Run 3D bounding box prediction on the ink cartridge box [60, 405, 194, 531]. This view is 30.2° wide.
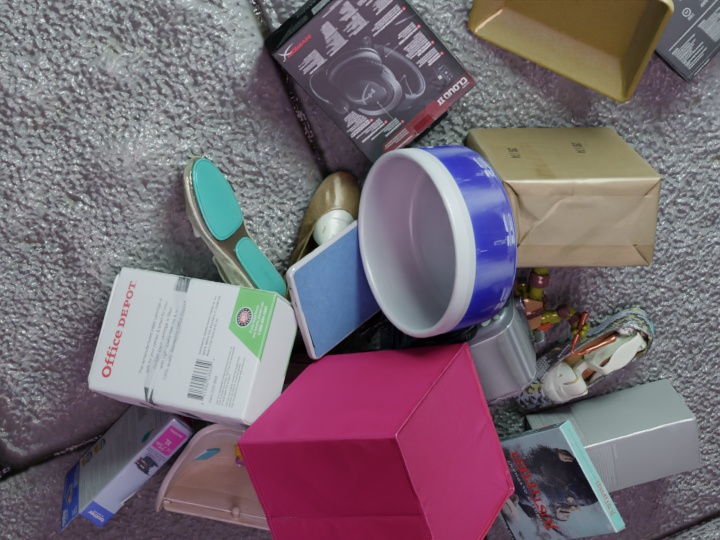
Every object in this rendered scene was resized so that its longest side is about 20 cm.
[{"bbox_3d":[-0.279,0.221,1.588,0.200,0.119,0.042,-44,115,10],"label":"ink cartridge box"}]

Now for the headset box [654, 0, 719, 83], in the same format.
[{"bbox_3d":[0.340,-0.340,1.453,0.200,0.093,0.174,36,104,-22],"label":"headset box"}]

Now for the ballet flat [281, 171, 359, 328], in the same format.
[{"bbox_3d":[-0.047,-0.015,1.546,0.068,0.072,0.201,20,109,-25],"label":"ballet flat"}]

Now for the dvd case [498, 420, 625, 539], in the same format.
[{"bbox_3d":[0.222,0.267,1.644,0.022,0.200,0.146,-29,92,-34],"label":"dvd case"}]

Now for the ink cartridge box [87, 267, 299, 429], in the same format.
[{"bbox_3d":[-0.185,0.087,1.487,0.199,0.084,0.147,10,77,21],"label":"ink cartridge box"}]

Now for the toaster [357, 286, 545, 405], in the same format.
[{"bbox_3d":[0.111,0.090,1.551,0.199,0.114,0.129,-20,129,18],"label":"toaster"}]

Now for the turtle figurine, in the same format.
[{"bbox_3d":[0.209,0.039,1.613,0.199,0.065,0.162,-1,132,9],"label":"turtle figurine"}]

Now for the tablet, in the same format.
[{"bbox_3d":[0.000,0.000,1.529,0.200,0.014,0.131,-38,131,-30],"label":"tablet"}]

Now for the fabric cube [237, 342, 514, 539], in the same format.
[{"bbox_3d":[0.023,0.214,1.446,0.199,0.196,0.201,-7,111,31],"label":"fabric cube"}]

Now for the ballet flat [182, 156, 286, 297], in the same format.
[{"bbox_3d":[-0.158,-0.034,1.523,0.062,0.067,0.201,-16,109,42],"label":"ballet flat"}]

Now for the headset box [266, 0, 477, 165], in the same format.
[{"bbox_3d":[0.018,-0.223,1.462,0.149,0.077,0.200,-41,115,10],"label":"headset box"}]

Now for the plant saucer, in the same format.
[{"bbox_3d":[0.222,-0.282,1.406,0.199,0.200,0.049,26,69,6],"label":"plant saucer"}]

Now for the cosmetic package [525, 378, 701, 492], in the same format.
[{"bbox_3d":[0.320,0.217,1.695,0.199,0.107,0.091,-11,116,-2],"label":"cosmetic package"}]

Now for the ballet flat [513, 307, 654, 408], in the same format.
[{"bbox_3d":[0.281,0.118,1.664,0.200,0.072,0.072,-34,115,7],"label":"ballet flat"}]

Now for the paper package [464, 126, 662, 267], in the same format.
[{"bbox_3d":[0.218,-0.085,1.490,0.190,0.200,0.104,-2,113,-8],"label":"paper package"}]

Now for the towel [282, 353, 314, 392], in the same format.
[{"bbox_3d":[-0.035,0.199,1.645,0.143,0.023,0.201,6,116,15],"label":"towel"}]

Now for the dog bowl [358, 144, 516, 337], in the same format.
[{"bbox_3d":[0.079,-0.033,1.431,0.078,0.200,0.201,-10,118,-30],"label":"dog bowl"}]

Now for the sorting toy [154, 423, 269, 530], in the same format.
[{"bbox_3d":[-0.133,0.229,1.570,0.199,0.107,0.180,12,150,-3],"label":"sorting toy"}]
